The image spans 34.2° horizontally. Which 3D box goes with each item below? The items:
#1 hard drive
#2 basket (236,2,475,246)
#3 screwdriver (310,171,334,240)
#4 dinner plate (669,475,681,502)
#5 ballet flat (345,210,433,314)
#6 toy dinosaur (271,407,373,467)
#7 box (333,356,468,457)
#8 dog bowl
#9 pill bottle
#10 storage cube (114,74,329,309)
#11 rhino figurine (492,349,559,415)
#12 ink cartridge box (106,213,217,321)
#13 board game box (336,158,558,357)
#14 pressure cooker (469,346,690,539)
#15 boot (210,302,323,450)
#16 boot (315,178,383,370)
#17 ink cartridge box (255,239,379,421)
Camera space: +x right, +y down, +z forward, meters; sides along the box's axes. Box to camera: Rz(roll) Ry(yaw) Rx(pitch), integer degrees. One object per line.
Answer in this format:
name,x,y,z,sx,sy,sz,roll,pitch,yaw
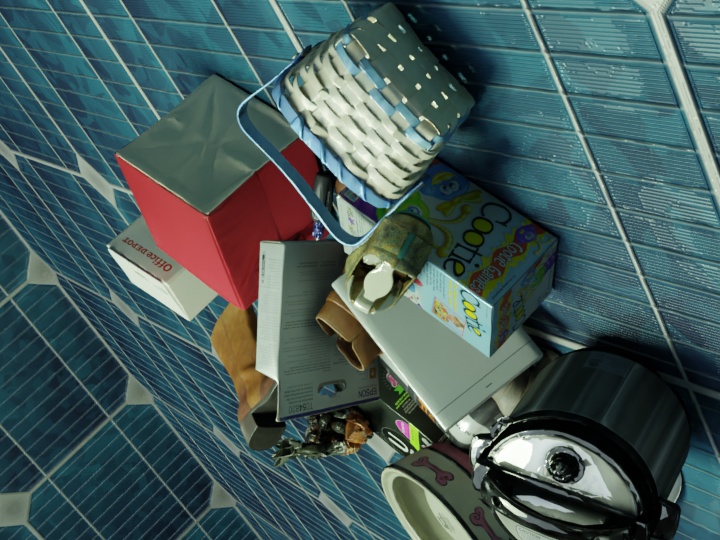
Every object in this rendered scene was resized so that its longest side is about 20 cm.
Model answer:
hard drive,0.081,0.052,1.252,0.200,0.132,0.027,52,178,14
basket,-0.005,-0.130,1.073,0.176,0.139,0.200,49,127,-7
screwdriver,-0.055,-0.024,1.419,0.028,0.029,0.200,15,108,21
dinner plate,0.255,0.240,1.306,0.200,0.024,0.200,6,134,7
ballet flat,0.018,0.006,1.119,0.071,0.071,0.200,44,157,5
toy dinosaur,-0.039,0.204,1.541,0.136,0.102,0.200,9,147,-19
box,0.074,0.161,1.529,0.200,0.124,0.149,38,159,22
dog bowl,0.116,0.290,1.382,0.200,0.074,0.200,44,157,23
pill bottle,0.122,0.140,1.384,0.200,0.106,0.106,46,162,26
storage cube,-0.160,-0.097,1.431,0.200,0.171,0.180,34,155,32
rhino figurine,0.180,0.123,1.299,0.200,0.087,0.060,42,164,-11
ink cartridge box,-0.221,-0.047,1.601,0.147,0.200,0.083,29,155,39
board game box,0.086,-0.026,1.180,0.200,0.103,0.105,37,157,24
pressure cooker,0.213,0.189,1.137,0.176,0.200,0.179,-30,99,39
boot,-0.119,0.099,1.507,0.188,0.068,0.200,-62,37,36
boot,0.000,0.000,1.322,0.200,0.155,0.074,52,159,-16
ink cartridge box,-0.045,0.063,1.360,0.041,0.200,0.200,5,94,36
